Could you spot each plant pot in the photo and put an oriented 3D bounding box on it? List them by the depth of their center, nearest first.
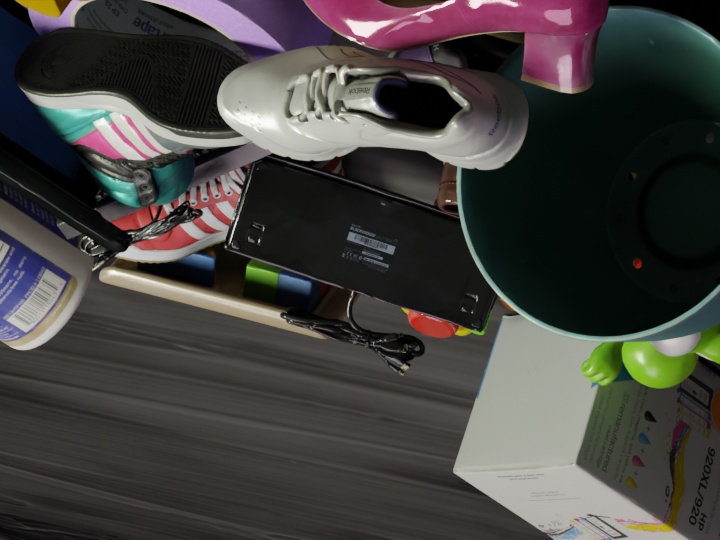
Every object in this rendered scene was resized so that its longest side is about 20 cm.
[{"bbox_3d":[0.182,-0.047,1.418,0.199,0.202,0.161,6,175,28],"label":"plant pot"}]

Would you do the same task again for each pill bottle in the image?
[{"bbox_3d":[-0.339,-0.028,1.957,0.200,0.120,0.119,36,152,-33],"label":"pill bottle"}]

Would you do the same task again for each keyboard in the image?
[{"bbox_3d":[-0.142,-0.067,1.645,0.199,0.128,0.021,-22,130,31],"label":"keyboard"},{"bbox_3d":[0.000,0.000,1.645,0.199,0.128,0.021,19,-162,-4],"label":"keyboard"}]

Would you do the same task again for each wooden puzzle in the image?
[{"bbox_3d":[-0.085,-0.016,1.781,0.184,0.047,0.200,14,-159,12],"label":"wooden puzzle"}]

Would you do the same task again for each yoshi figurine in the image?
[{"bbox_3d":[0.190,0.034,1.715,0.199,0.113,0.112,24,173,-16],"label":"yoshi figurine"}]

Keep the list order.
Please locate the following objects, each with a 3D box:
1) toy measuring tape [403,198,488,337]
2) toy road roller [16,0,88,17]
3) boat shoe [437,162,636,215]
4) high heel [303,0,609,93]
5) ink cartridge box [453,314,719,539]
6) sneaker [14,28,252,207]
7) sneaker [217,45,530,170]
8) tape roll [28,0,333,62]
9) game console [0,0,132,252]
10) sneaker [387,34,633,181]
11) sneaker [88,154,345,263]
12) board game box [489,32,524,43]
[{"bbox_3d":[0.055,-0.001,1.775,0.073,0.074,0.200,11,156,19],"label":"toy measuring tape"},{"bbox_3d":[-0.216,-0.261,1.348,0.145,0.123,0.200,23,159,27],"label":"toy road roller"},{"bbox_3d":[0.151,-0.040,1.612,0.198,0.071,0.070,17,156,1],"label":"boat shoe"},{"bbox_3d":[0.052,-0.172,1.335,0.199,0.067,0.097,22,131,25],"label":"high heel"},{"bbox_3d":[0.209,0.141,1.871,0.200,0.148,0.144,34,153,-32],"label":"ink cartridge box"},{"bbox_3d":[-0.128,-0.092,1.524,0.199,0.084,0.121,14,153,31],"label":"sneaker"},{"bbox_3d":[0.000,-0.106,1.375,0.198,0.075,0.087,3,175,24],"label":"sneaker"},{"bbox_3d":[-0.120,-0.172,1.534,0.199,0.066,0.200,16,158,7],"label":"tape roll"},{"bbox_3d":[-0.236,-0.122,1.588,0.199,0.117,0.176,34,177,-28],"label":"game console"},{"bbox_3d":[0.114,-0.095,1.516,0.199,0.076,0.087,29,150,-21],"label":"sneaker"},{"bbox_3d":[-0.107,-0.066,1.689,0.198,0.072,0.113,-7,149,-9],"label":"sneaker"},{"bbox_3d":[0.035,-0.203,1.380,0.198,0.035,0.136,16,157,8],"label":"board game box"}]
